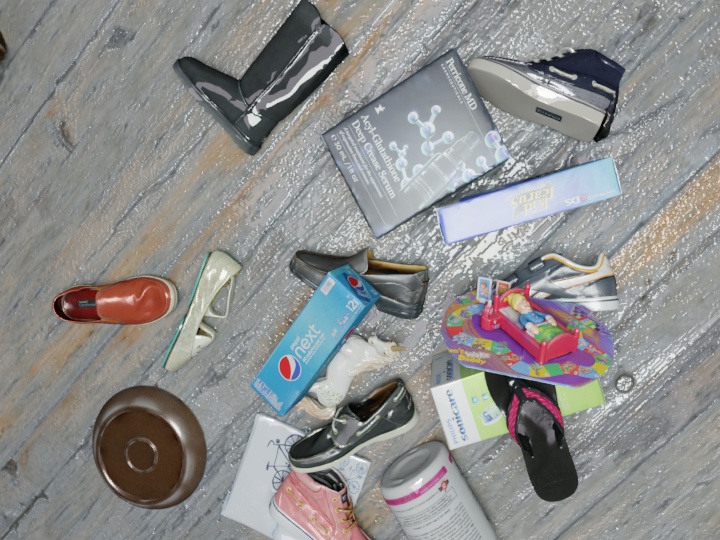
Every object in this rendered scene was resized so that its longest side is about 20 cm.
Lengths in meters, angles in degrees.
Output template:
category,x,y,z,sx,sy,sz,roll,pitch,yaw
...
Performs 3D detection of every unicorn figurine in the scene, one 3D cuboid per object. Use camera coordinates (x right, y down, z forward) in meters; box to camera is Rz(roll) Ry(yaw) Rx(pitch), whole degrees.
category,x,y,z,sx,sy,sz,roll,pitch,yaw
unicorn figurine,-0.027,0.129,0.872,0.135,0.074,0.203,32,117,4

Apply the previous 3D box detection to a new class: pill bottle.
category,x,y,z,sx,sy,sz,roll,pitch,yaw
pill bottle,0.120,0.356,0.851,0.112,0.113,0.203,-31,92,12

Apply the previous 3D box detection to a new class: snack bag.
category,x,y,z,sx,sy,sz,roll,pitch,yaw
snack bag,-0.102,0.332,0.930,0.196,0.021,0.193,23,101,6

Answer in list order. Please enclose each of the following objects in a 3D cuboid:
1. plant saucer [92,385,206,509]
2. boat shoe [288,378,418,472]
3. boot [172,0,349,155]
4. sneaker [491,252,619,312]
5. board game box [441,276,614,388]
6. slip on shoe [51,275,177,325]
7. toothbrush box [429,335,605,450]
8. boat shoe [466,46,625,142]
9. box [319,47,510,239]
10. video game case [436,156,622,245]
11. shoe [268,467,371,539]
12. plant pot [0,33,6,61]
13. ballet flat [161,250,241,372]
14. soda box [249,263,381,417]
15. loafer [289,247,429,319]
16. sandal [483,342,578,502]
category,x,y,z,sx,sy,sz,roll,pitch,yaw
plant saucer,-0.338,0.285,0.958,0.194,0.032,0.207,1,99,9
boat shoe,-0.017,0.217,0.862,0.196,0.072,0.069,-25,117,-1
boot,-0.135,-0.288,0.827,0.200,0.066,0.165,-43,98,15
sneaker,0.233,0.021,0.807,0.194,0.078,0.082,-7,86,16
board game box,0.190,0.057,0.697,0.194,0.159,0.040,9,123,17
slip on shoe,-0.368,0.049,0.915,0.194,0.061,0.076,-3,96,8
toothbrush box,0.195,0.138,0.793,0.195,0.146,0.088,-19,95,10
boat shoe,0.238,-0.246,0.781,0.196,0.075,0.094,28,80,8
box,0.072,-0.158,0.792,0.197,0.107,0.151,-30,92,11
video game case,0.192,-0.085,0.744,0.195,0.181,0.047,-16,95,10
shoe,-0.032,0.358,0.877,0.197,0.071,0.092,33,103,4
plant pot,-0.628,-0.311,0.849,0.196,0.200,0.203,-32,92,5
ballet flat,-0.231,0.071,0.895,0.061,0.068,0.204,24,101,-5
soda box,-0.060,0.092,0.800,0.064,0.068,0.201,40,111,9
loafer,0.000,0.000,0.837,0.194,0.073,0.074,15,119,-3
sandal,0.202,0.177,0.700,0.073,0.045,0.204,-22,95,11
